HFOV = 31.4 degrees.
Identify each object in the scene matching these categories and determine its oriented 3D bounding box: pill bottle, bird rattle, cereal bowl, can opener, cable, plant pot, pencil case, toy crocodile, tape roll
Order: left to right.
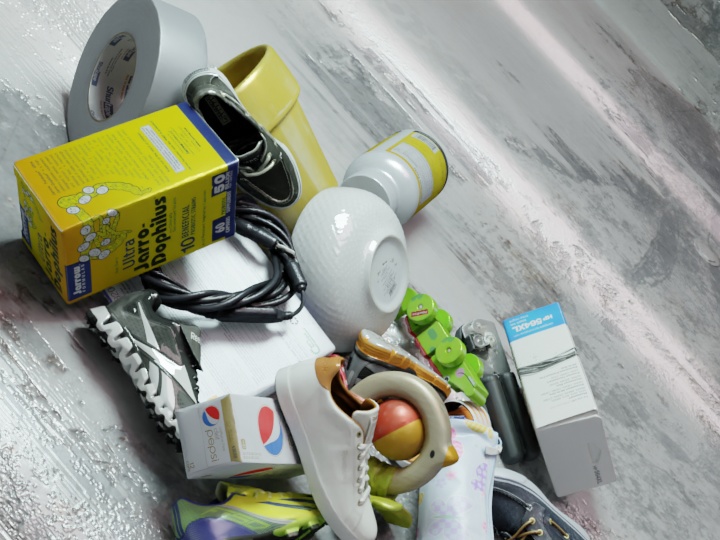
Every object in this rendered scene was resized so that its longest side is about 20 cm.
[{"bbox_3d":[-0.255,-0.209,1.452,0.066,0.200,0.201,16,41,-38],"label":"tape roll"},{"bbox_3d":[-0.156,-0.019,1.378,0.199,0.051,0.164,3,58,-24],"label":"cable"},{"bbox_3d":[-0.132,-0.137,1.540,0.189,0.200,0.201,51,27,-21],"label":"plant pot"},{"bbox_3d":[0.000,0.000,1.515,0.200,0.083,0.201,-8,100,-58],"label":"cereal bowl"},{"bbox_3d":[0.020,0.176,1.376,0.113,0.163,0.201,28,38,-62],"label":"bird rattle"},{"bbox_3d":[0.042,-0.122,1.787,0.112,0.112,0.200,46,31,2],"label":"pill bottle"},{"bbox_3d":[0.098,0.094,1.613,0.067,0.062,0.200,41,13,-53],"label":"toy crocodile"},{"bbox_3d":[0.109,0.262,1.410,0.090,0.083,0.201,2,48,7],"label":"pencil case"},{"bbox_3d":[0.174,0.159,1.671,0.053,0.067,0.201,-5,68,-29],"label":"can opener"}]

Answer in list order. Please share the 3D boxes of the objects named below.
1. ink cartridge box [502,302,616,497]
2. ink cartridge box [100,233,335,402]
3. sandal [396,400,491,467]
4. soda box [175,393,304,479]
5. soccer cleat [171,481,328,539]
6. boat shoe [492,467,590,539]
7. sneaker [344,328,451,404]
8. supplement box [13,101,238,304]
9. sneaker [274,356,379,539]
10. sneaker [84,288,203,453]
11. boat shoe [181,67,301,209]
[{"bbox_3d":[0.257,0.166,1.655,0.201,0.084,0.146,-99,170,-50],"label":"ink cartridge box"},{"bbox_3d":[-0.159,0.056,1.385,0.200,0.043,0.197,-27,73,-36],"label":"ink cartridge box"},{"bbox_3d":[0.113,0.196,1.544,0.206,0.059,0.079,-7,58,-53],"label":"sandal"},{"bbox_3d":[-0.099,0.166,1.256,0.200,0.063,0.068,19,55,-64],"label":"soda box"},{"bbox_3d":[-0.098,0.234,1.243,0.200,0.065,0.084,-3,55,-50],"label":"soccer cleat"},{"bbox_3d":[0.200,0.310,1.498,0.200,0.071,0.091,35,28,-20],"label":"boat shoe"},{"bbox_3d":[0.039,0.132,1.526,0.078,0.077,0.200,31,-1,38],"label":"sneaker"},{"bbox_3d":[-0.236,-0.071,1.305,0.199,0.109,0.110,-25,55,-27],"label":"supplement box"},{"bbox_3d":[-0.011,0.179,1.253,0.073,0.084,0.201,-56,125,-72],"label":"sneaker"},{"bbox_3d":[-0.186,0.098,1.268,0.090,0.067,0.200,-33,74,-14],"label":"sneaker"},{"bbox_3d":[-0.127,-0.131,1.398,0.200,0.071,0.064,50,7,-36],"label":"boat shoe"}]
